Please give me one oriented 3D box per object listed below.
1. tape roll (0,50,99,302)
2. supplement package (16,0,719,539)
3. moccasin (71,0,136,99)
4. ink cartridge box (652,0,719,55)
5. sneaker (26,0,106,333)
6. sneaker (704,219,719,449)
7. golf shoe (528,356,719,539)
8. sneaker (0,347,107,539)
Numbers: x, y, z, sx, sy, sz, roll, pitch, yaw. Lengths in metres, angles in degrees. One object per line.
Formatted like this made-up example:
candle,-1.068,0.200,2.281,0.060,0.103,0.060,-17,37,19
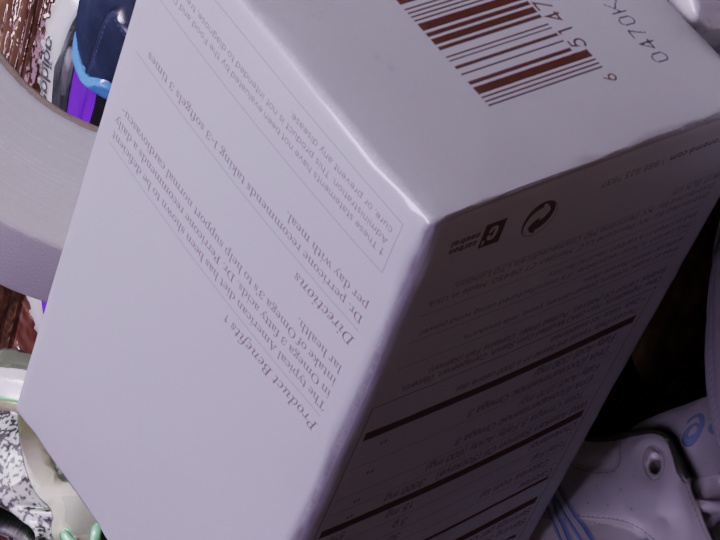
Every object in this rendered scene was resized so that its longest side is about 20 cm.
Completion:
tape roll,-0.089,-0.082,0.883,0.037,0.201,0.204,-47,58,52
supplement package,0.000,0.000,0.693,0.117,0.117,0.201,50,140,24
moccasin,-0.043,-0.144,0.871,0.068,0.080,0.201,130,151,-55
ink cartridge box,0.052,-0.113,0.759,0.200,0.083,0.147,-23,78,56
sneaker,-0.080,-0.009,0.981,0.100,0.069,0.201,46,144,48
sneaker,0.126,-0.019,0.644,0.074,0.082,0.201,19,119,13
golf shoe,0.097,0.087,0.748,0.200,0.078,0.098,41,123,45
sneaker,-0.091,0.099,0.987,0.199,0.089,0.077,13,144,35
